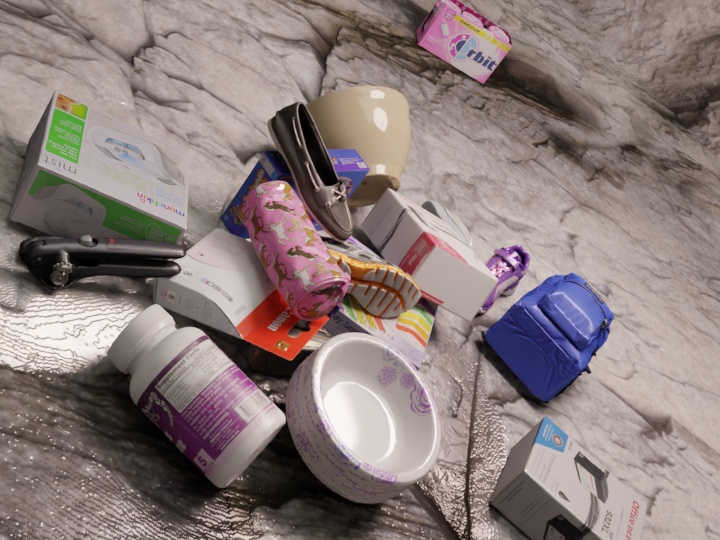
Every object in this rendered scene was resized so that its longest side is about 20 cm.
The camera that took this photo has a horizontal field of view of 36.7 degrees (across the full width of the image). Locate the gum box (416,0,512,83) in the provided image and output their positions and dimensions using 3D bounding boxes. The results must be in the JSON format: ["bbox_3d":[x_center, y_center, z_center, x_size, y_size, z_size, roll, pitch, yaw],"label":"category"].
[{"bbox_3d":[0.229,-0.525,2.444,0.198,0.114,0.067,26,35,-21],"label":"gum box"}]

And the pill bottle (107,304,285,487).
[{"bbox_3d":[-0.188,0.137,1.221,0.200,0.113,0.112,44,32,7],"label":"pill bottle"}]

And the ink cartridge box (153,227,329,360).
[{"bbox_3d":[-0.142,0.026,1.400,0.197,0.058,0.163,18,29,15],"label":"ink cartridge box"}]

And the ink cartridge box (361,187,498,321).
[{"bbox_3d":[0.104,-0.027,1.684,0.145,0.085,0.200,28,14,-33],"label":"ink cartridge box"}]

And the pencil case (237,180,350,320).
[{"bbox_3d":[-0.088,-0.029,1.421,0.086,0.083,0.201,14,35,-48],"label":"pencil case"}]

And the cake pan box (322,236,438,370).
[{"bbox_3d":[0.014,0.050,1.593,0.199,0.052,0.185,36,30,-6],"label":"cake pan box"}]

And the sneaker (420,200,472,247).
[{"bbox_3d":[0.159,-0.049,1.827,0.070,0.074,0.201,16,33,-27],"label":"sneaker"}]

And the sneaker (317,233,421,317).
[{"bbox_3d":[0.000,0.000,1.526,0.198,0.079,0.078,24,26,-25],"label":"sneaker"}]

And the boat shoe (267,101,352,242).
[{"bbox_3d":[-0.059,-0.136,1.486,0.202,0.057,0.067,60,29,1],"label":"boat shoe"}]

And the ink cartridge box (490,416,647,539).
[{"bbox_3d":[0.295,0.327,1.518,0.199,0.084,0.145,41,32,0],"label":"ink cartridge box"}]

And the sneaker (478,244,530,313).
[{"bbox_3d":[0.228,0.005,1.834,0.081,0.089,0.199,48,34,11],"label":"sneaker"}]

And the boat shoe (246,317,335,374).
[{"bbox_3d":[-0.061,0.100,1.433,0.198,0.075,0.074,18,38,-33],"label":"boat shoe"}]

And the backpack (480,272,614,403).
[{"bbox_3d":[0.326,0.095,1.757,0.163,0.168,0.199,52,30,7],"label":"backpack"}]

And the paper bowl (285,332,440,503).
[{"bbox_3d":[-0.005,0.188,1.339,0.198,0.104,0.203,23,46,-27],"label":"paper bowl"}]

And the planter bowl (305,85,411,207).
[{"bbox_3d":[-0.005,-0.185,1.741,0.198,0.199,0.137,6,62,-41],"label":"planter bowl"}]

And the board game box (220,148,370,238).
[{"bbox_3d":[-0.094,-0.114,1.598,0.198,0.135,0.045,-9,56,-51],"label":"board game box"}]

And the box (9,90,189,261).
[{"bbox_3d":[-0.327,-0.107,1.383,0.198,0.097,0.178,25,31,-23],"label":"box"}]

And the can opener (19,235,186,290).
[{"bbox_3d":[-0.305,-0.018,1.298,0.197,0.064,0.079,0,50,-22],"label":"can opener"}]
